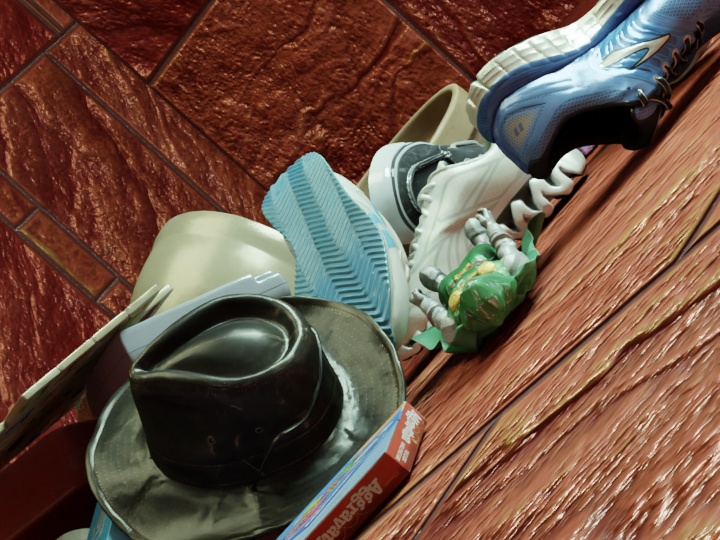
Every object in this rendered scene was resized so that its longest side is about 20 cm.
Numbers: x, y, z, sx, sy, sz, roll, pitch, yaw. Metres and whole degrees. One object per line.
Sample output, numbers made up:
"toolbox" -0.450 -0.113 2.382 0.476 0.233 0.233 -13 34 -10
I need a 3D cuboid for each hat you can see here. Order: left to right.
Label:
"hat" -0.079 0.069 1.316 0.201 0.200 0.081 -49 -41 -21

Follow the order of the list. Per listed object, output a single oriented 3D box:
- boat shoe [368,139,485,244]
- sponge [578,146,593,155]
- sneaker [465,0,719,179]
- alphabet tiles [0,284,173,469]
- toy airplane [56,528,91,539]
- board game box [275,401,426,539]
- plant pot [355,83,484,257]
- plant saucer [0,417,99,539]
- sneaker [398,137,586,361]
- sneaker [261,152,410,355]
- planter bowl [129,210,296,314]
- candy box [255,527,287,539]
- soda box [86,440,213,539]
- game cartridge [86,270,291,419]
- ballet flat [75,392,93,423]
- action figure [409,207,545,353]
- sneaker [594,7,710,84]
"boat shoe" 0.073 -0.059 1.605 0.068 0.072 0.200 -12 -5 28
"sponge" 0.212 -0.164 1.681 0.200 0.030 0.112 -48 3 -6
"sneaker" 0.167 -0.118 1.353 0.200 0.089 0.079 -33 -26 -2
"alphabet tiles" -0.200 0.085 1.452 0.200 0.006 0.166 -42 -5 -42
"toy airplane" -0.226 0.261 1.477 0.199 0.141 0.200 -30 -29 -9
"board game box" -0.040 0.159 1.213 0.200 0.019 0.103 -48 4 13
"plant pot" 0.048 -0.040 1.771 0.201 0.093 0.201 -51 8 10
"plant saucer" -0.187 0.152 1.539 0.199 0.037 0.200 -38 -16 34
"sneaker" 0.063 -0.022 1.521 0.200 0.081 0.075 -50 5 -10
"sneaker" 0.000 0.000 1.450 0.076 0.081 0.200 -41 33 14
"planter bowl" -0.100 0.071 1.737 0.135 0.200 0.200 -60 8 -30
"candy box" -0.059 0.136 1.481 0.115 0.055 0.200 -50 3 -32
"soda box" -0.129 0.164 1.371 0.068 0.064 0.200 125 163 -47
"game cartridge" -0.118 0.066 1.512 0.133 0.042 0.200 -29 -13 -16
"ballet flat" -0.169 0.122 1.668 0.070 0.065 0.200 -37 -17 -18
"action figure" 0.068 0.008 1.311 0.118 0.055 0.200 -49 5 3
"sneaker" 0.190 -0.162 1.503 0.085 0.073 0.200 -52 2 -24
